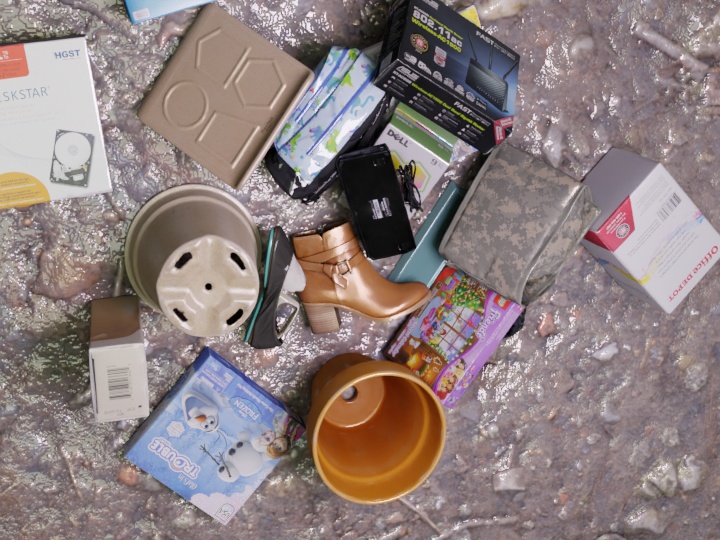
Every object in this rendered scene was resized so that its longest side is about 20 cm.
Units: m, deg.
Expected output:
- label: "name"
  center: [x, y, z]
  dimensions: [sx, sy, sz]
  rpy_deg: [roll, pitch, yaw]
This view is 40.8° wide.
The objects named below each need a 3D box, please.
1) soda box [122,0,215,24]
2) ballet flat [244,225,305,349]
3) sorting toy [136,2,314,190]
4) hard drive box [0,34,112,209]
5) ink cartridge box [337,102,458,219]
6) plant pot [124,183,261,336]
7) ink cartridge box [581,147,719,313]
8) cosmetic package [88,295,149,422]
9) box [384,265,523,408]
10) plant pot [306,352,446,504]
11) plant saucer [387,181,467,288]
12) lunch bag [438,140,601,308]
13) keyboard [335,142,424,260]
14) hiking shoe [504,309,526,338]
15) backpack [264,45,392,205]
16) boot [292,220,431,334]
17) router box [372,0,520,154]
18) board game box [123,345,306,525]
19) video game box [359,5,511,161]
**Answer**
- label: "soda box"
  center: [-0.215, -0.382, 1.266]
  dimensions: [0.197, 0.068, 0.065]
  rpy_deg: [-19, 111, -11]
- label: "ballet flat"
  center: [-0.117, 0.028, 1.400]
  dimensions: [0.067, 0.068, 0.202]
  rpy_deg: [12, 121, -7]
- label: "sorting toy"
  center: [-0.180, -0.232, 1.288]
  dimensions: [0.199, 0.036, 0.186]
  rpy_deg: [36, 95, 16]
- label: "hard drive box"
  center: [-0.416, -0.194, 1.256]
  dimensions: [0.154, 0.077, 0.203]
  rpy_deg: [-11, 108, -14]
- label: "ink cartridge box"
  center: [0.062, -0.154, 1.367]
  dimensions: [0.103, 0.060, 0.201]
  rpy_deg: [33, 120, -7]
- label: "plant pot"
  center: [-0.218, -0.001, 1.313]
  dimensions: [0.197, 0.184, 0.204]
  rpy_deg: [-4, 107, -15]
- label: "ink cartridge box"
  center: [0.437, -0.063, 1.510]
  dimensions: [0.145, 0.145, 0.200]
  rpy_deg: [-47, 112, 0]
- label: "cosmetic package"
  center: [-0.327, 0.114, 1.304]
  dimensions: [0.070, 0.200, 0.107]
  rpy_deg: [-5, 106, -14]
- label: "box"
  center: [0.144, 0.087, 1.472]
  dimensions: [0.201, 0.136, 0.039]
  rpy_deg: [-55, 145, 4]
- label: "plant pot"
  center: [0.005, 0.214, 1.440]
  dimensions: [0.197, 0.183, 0.203]
  rpy_deg: [-4, 106, -15]
- label: "plant saucer"
  center: [0.114, -0.035, 1.491]
  dimensions: [0.069, 0.019, 0.201]
  rpy_deg: [32, 94, -22]
- label: "lunch bag"
  center: [0.228, -0.059, 1.421]
  dimensions: [0.201, 0.163, 0.117]
  rpy_deg: [-55, 148, -2]
- label: "keyboard"
  center: [0.036, -0.100, 1.334]
  dimensions: [0.102, 0.040, 0.201]
  rpy_deg: [-10, 137, 8]
- label: "hiking shoe"
  center: [0.238, 0.058, 1.507]
  dimensions: [0.200, 0.101, 0.076]
  rpy_deg: [-44, 120, 1]
- label: "backpack"
  center: [-0.040, -0.204, 1.319]
  dimensions: [0.199, 0.163, 0.155]
  rpy_deg: [-36, 91, 11]
- label: "boot"
  center: [0.000, 0.000, 1.431]
  dimensions: [0.197, 0.074, 0.157]
  rpy_deg: [-14, 104, -5]
- label: "router box"
  center: [0.121, -0.272, 1.309]
  dimensions: [0.198, 0.062, 0.152]
  rpy_deg: [28, 52, -22]
- label: "board game box"
  center: [-0.217, 0.252, 1.460]
  dimensions: [0.199, 0.043, 0.200]
  rpy_deg: [40, 93, -22]
- label: "video game box"
  center: [0.110, -0.258, 1.411]
  dimensions: [0.180, 0.047, 0.202]
  rpy_deg: [-23, 111, -6]
